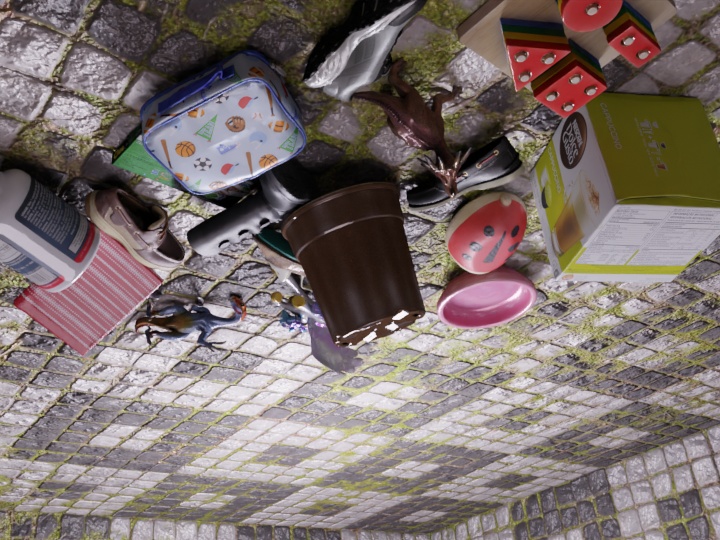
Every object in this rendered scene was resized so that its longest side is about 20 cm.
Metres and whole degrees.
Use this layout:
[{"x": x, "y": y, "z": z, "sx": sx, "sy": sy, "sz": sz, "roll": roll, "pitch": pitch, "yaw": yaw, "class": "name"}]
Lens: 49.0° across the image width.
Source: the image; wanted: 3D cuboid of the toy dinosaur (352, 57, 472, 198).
[{"x": 0.076, "y": -0.185, "z": 1.029, "sx": 0.198, "sy": 0.137, "sz": 0.086, "roll": 19, "pitch": 141, "yaw": -37, "class": "toy dinosaur"}]

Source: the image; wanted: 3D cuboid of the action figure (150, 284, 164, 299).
[{"x": -0.427, "y": 0.006, "z": 1.281, "sx": 0.191, "sy": 0.106, "sz": 0.201, "roll": -11, "pitch": 152, "yaw": -12, "class": "action figure"}]

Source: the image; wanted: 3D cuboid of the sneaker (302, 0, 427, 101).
[{"x": 0.015, "y": -0.270, "z": 0.926, "sx": 0.079, "sy": 0.075, "sz": 0.199, "roll": 28, "pitch": 143, "yaw": -27, "class": "sneaker"}]

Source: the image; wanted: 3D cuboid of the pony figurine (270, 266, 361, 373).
[{"x": -0.073, "y": 0.076, "z": 1.457, "sx": 0.191, "sy": 0.168, "sz": 0.200, "roll": 19, "pitch": 160, "yaw": 19, "class": "pony figurine"}]

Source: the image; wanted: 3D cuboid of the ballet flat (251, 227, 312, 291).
[{"x": -0.099, "y": -0.005, "z": 1.320, "sx": 0.198, "sy": 0.068, "sz": 0.068, "roll": 24, "pitch": 116, "yaw": -13, "class": "ballet flat"}]

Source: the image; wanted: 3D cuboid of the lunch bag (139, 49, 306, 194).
[{"x": -0.173, "y": -0.190, "z": 1.012, "sx": 0.198, "sy": 0.076, "sz": 0.160, "roll": -25, "pitch": 141, "yaw": 13, "class": "lunch bag"}]

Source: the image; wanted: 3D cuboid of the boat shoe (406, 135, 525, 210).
[{"x": 0.148, "y": -0.145, "z": 1.193, "sx": 0.200, "sy": 0.074, "sz": 0.063, "roll": -19, "pitch": 114, "yaw": 38, "class": "boat shoe"}]

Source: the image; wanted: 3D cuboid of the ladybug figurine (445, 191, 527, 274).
[{"x": 0.216, "y": -0.058, "z": 1.342, "sx": 0.134, "sy": 0.073, "sz": 0.201, "roll": -2, "pitch": 149, "yaw": -9, "class": "ladybug figurine"}]

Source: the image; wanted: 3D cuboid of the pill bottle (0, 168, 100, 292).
[{"x": -0.478, "y": -0.070, "z": 1.106, "sx": 0.119, "sy": 0.121, "sz": 0.200, "roll": -23, "pitch": 134, "yaw": 25, "class": "pill bottle"}]

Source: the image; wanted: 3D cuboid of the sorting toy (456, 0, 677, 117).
[{"x": 0.257, "y": -0.286, "z": 0.964, "sx": 0.197, "sy": 0.070, "sz": 0.199, "roll": 20, "pitch": 141, "yaw": -38, "class": "sorting toy"}]

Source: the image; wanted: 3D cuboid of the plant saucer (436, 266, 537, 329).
[{"x": 0.245, "y": 0.049, "z": 1.554, "sx": 0.198, "sy": 0.051, "sz": 0.201, "roll": -6, "pitch": 150, "yaw": -4, "class": "plant saucer"}]

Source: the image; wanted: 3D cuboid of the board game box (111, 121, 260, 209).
[{"x": -0.241, "y": -0.150, "z": 1.130, "sx": 0.199, "sy": 0.024, "sz": 0.104, "roll": 21, "pitch": 142, "yaw": -40, "class": "board game box"}]

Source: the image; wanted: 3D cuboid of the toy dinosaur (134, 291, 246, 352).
[{"x": -0.315, "y": 0.083, "z": 1.499, "sx": 0.179, "sy": 0.107, "sz": 0.199, "roll": -4, "pitch": -170, "yaw": -32, "class": "toy dinosaur"}]

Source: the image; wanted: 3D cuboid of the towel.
[{"x": -0.430, "y": 0.033, "z": 1.251, "sx": 0.199, "sy": 0.023, "sz": 0.145, "roll": -40, "pitch": 118, "yaw": 10, "class": "towel"}]

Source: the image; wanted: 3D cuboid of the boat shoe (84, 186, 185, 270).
[{"x": -0.327, "y": -0.066, "z": 1.211, "sx": 0.071, "sy": 0.073, "sz": 0.200, "roll": -19, "pitch": 142, "yaw": 21, "class": "boat shoe"}]

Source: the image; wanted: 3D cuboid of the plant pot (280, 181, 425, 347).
[{"x": 0.000, "y": 0.000, "z": 1.213, "sx": 0.198, "sy": 0.201, "sz": 0.200, "roll": -18, "pitch": 167, "yaw": -4, "class": "plant pot"}]

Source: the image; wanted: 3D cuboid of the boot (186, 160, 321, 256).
[{"x": -0.174, "y": -0.090, "z": 1.161, "sx": 0.198, "sy": 0.066, "sz": 0.165, "roll": -22, "pitch": 164, "yaw": 16, "class": "boot"}]

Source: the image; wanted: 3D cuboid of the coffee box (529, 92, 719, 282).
[{"x": 0.390, "y": -0.117, "z": 1.151, "sx": 0.197, "sy": 0.202, "sz": 0.198, "roll": 1, "pitch": 148, "yaw": -13, "class": "coffee box"}]
